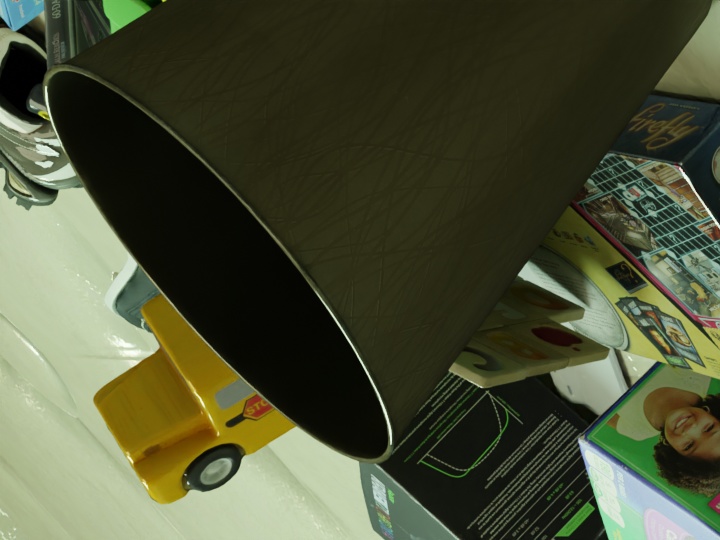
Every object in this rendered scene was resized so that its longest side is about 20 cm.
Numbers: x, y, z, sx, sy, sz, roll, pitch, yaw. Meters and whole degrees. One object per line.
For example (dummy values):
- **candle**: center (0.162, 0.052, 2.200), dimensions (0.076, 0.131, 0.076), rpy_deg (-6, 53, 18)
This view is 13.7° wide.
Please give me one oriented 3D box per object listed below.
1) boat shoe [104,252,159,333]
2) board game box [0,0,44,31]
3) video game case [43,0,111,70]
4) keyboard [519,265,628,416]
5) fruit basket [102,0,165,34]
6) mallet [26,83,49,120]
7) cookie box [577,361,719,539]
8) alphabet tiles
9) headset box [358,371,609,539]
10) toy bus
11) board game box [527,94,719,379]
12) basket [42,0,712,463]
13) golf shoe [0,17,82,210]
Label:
- **boat shoe**: center (-0.106, 0.006, 1.790), dimensions (0.060, 0.076, 0.200), rpy_deg (49, 166, 9)
- **board game box**: center (-0.220, -0.229, 1.538), dimensions (0.151, 0.037, 0.200), rpy_deg (50, 167, 18)
- **video game case**: center (-0.118, -0.093, 1.482), dimensions (0.200, 0.019, 0.143), rpy_deg (-98, -17, -49)
- **keyboard**: center (0.095, 0.014, 1.418), dimensions (0.056, 0.011, 0.200), rpy_deg (28, 157, 35)
- **fruit basket**: center (-0.019, -0.100, 1.202), dimensions (0.216, 0.155, 0.216), rpy_deg (2, 92, 60)
- **mallet**: center (-0.084, -0.050, 1.566), dimensions (0.200, 0.041, 0.066), rpy_deg (29, 162, -1)
- **cookie box**: center (0.205, 0.146, 1.335), dimensions (0.200, 0.075, 0.171), rpy_deg (35, 160, 33)
- **alphabet tiles**: center (0.000, 0.000, 1.264), dimensions (0.200, 0.006, 0.166), rpy_deg (27, -160, 30)
- **headset box**: center (0.104, 0.149, 1.554), dimensions (0.200, 0.093, 0.174), rpy_deg (42, 168, 15)
- **toy bus**: center (-0.030, 0.023, 1.386), dimensions (0.065, 0.200, 0.078), rpy_deg (55, 174, 35)
- **board game box**: center (0.120, -0.015, 1.228), dimensions (0.136, 0.035, 0.200), rpy_deg (53, 163, -24)
- **basket**: center (0.017, -0.066, 1.049), dimensions (0.180, 0.200, 0.136), rpy_deg (53, 159, -22)
- **golf shoe**: center (-0.229, -0.133, 1.796), dimensions (0.200, 0.078, 0.094), rpy_deg (42, 147, 8)
